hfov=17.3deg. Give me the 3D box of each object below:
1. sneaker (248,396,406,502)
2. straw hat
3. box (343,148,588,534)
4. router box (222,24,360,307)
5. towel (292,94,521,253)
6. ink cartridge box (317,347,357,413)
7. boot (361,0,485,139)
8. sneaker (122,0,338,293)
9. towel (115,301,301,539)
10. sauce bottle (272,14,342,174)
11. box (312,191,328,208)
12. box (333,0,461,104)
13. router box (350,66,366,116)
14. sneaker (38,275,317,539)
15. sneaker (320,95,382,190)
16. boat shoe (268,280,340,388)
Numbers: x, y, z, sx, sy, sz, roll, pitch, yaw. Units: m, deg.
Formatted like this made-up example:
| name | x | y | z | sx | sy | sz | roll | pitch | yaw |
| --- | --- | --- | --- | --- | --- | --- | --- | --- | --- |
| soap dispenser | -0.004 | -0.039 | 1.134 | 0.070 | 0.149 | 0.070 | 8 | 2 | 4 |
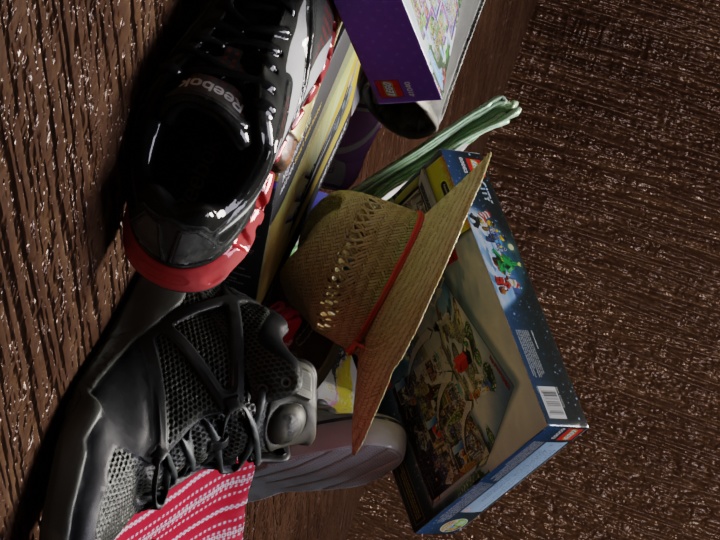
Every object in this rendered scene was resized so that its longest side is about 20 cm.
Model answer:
| name | x | y | z | sx | sy | sz | roll | pitch | yaw |
| --- | --- | --- | --- | --- | --- | --- | --- | --- | --- |
| sneaker | -0.049 | 0.103 | 1.521 | 0.073 | 0.199 | 0.071 | 23 | 64 | -41 |
| straw hat | 0.000 | 0.000 | 1.375 | 0.201 | 0.085 | 0.202 | -156 | -90 | -89 |
| box | 0.055 | 0.045 | 1.484 | 0.137 | 0.038 | 0.201 | -43 | -125 | 39 |
| router box | -0.048 | -0.079 | 1.367 | 0.158 | 0.052 | 0.201 | 103 | 8 | -50 |
| towel | 0.020 | -0.059 | 1.611 | 0.152 | 0.023 | 0.200 | -33 | -179 | -16 |
| ink cartridge box | 0.003 | 0.075 | 1.609 | 0.117 | 0.199 | 0.068 | 95 | 15 | -67 |
| boot | 0.065 | -0.181 | 1.562 | 0.182 | 0.072 | 0.202 | 40 | 61 | -70 |
| sneaker | -0.059 | -0.091 | 1.126 | 0.098 | 0.070 | 0.202 | 94 | 16 | -77 |
| towel | -0.101 | 0.119 | 1.353 | 0.144 | 0.022 | 0.201 | -30 | 147 | -43 |
| sauce bottle | -0.034 | -0.151 | 1.223 | 0.066 | 0.066 | 0.201 | 88 | 20 | -75 |
| box | -0.048 | 0.031 | 1.817 | 0.201 | 0.041 | 0.120 | 97 | 12 | -53 |
| box | 0.008 | -0.198 | 1.161 | 0.200 | 0.039 | 0.138 | 65 | 31 | -47 |
| router box | 0.011 | -0.230 | 1.496 | 0.180 | 0.049 | 0.201 | 101 | 9 | -54 |
| sneaker | -0.088 | 0.082 | 1.194 | 0.200 | 0.113 | 0.077 | -63 | 168 | -47 |
| sneaker | -0.003 | -0.122 | 1.653 | 0.201 | 0.072 | 0.115 | -48 | 162 | -58 |
| boat shoe | -0.070 | 0.051 | 1.468 | 0.200 | 0.072 | 0.072 | -51 | 149 | -35 |
